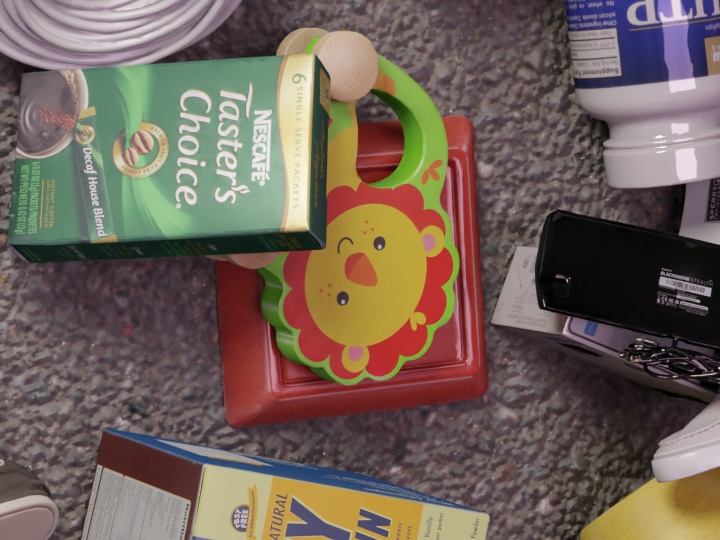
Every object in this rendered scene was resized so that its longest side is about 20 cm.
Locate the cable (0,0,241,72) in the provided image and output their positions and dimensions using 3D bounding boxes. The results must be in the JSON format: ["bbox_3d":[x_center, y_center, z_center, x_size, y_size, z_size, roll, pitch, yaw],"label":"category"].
[{"bbox_3d":[-0.157,-0.211,1.592,0.199,0.069,0.200,-11,142,-10],"label":"cable"}]

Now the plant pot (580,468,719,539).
[{"bbox_3d":[0.234,0.215,1.795,0.200,0.200,0.142,-31,79,-19],"label":"plant pot"}]

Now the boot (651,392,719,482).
[{"bbox_3d":[0.270,0.068,1.735,0.200,0.074,0.096,-23,91,-21],"label":"boot"}]

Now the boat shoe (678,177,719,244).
[{"bbox_3d":[0.273,-0.061,1.852,0.064,0.071,0.201,33,69,-54],"label":"boat shoe"}]

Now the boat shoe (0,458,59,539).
[{"bbox_3d":[-0.287,0.163,1.605,0.200,0.057,0.067,-10,131,-34],"label":"boat shoe"}]

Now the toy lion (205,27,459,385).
[{"bbox_3d":[-0.005,-0.034,1.695,0.192,0.069,0.200,34,79,-29],"label":"toy lion"}]

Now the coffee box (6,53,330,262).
[{"bbox_3d":[-0.119,-0.071,1.611,0.199,0.044,0.123,-1,72,13],"label":"coffee box"}]

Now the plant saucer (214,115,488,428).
[{"bbox_3d":[0.000,0.000,1.747,0.199,0.037,0.201,-6,94,-23],"label":"plant saucer"}]

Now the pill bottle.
[{"bbox_3d":[0.205,-0.163,1.782,0.119,0.120,0.201,-11,98,-23],"label":"pill bottle"}]

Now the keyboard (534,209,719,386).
[{"bbox_3d":[0.210,0.030,1.701,0.199,0.040,0.104,13,64,0],"label":"keyboard"}]

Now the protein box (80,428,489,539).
[{"bbox_3d":[-0.057,0.192,1.642,0.198,0.200,0.135,12,88,-24],"label":"protein box"}]

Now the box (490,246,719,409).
[{"bbox_3d":[0.207,0.047,1.796,0.200,0.117,0.060,22,84,-24],"label":"box"}]
